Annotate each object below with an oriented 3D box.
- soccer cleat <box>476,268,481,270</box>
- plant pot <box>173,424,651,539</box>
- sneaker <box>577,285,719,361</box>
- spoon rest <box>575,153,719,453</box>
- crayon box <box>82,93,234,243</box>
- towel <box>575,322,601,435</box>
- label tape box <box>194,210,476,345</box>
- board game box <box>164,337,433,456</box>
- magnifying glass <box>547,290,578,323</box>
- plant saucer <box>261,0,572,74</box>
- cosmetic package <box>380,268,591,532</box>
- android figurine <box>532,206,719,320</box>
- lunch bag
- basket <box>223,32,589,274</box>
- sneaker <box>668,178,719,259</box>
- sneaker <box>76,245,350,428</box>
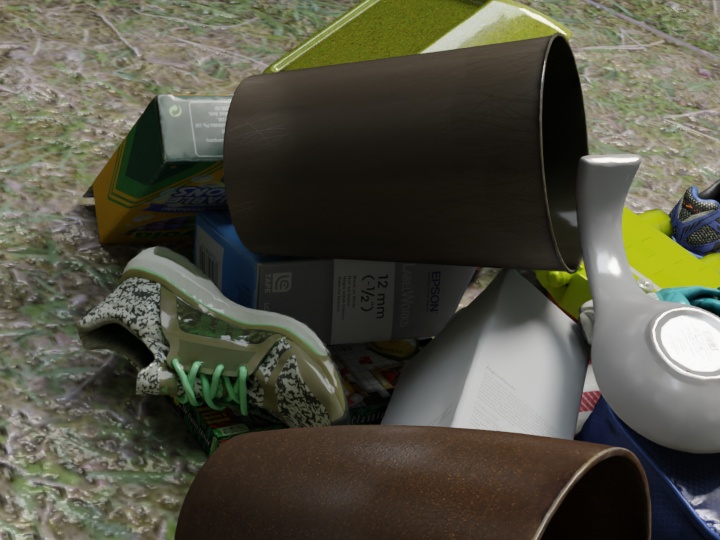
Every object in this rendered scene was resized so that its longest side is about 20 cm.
[{"bbox_3d":[0.071,-0.072,1.287,0.066,0.077,0.200,8,30,-9],"label":"soccer cleat"},{"bbox_3d":[0.014,0.152,0.795,0.199,0.188,0.187,14,27,29],"label":"plant pot"},{"bbox_3d":[0.215,0.046,1.044,0.200,0.079,0.078,5,66,-59],"label":"sneaker"},{"bbox_3d":[0.166,0.023,0.917,0.099,0.061,0.200,-2,50,-15],"label":"spoon rest"},{"bbox_3d":[-0.111,-0.064,1.148,0.125,0.200,0.052,-3,75,-25],"label":"crayon box"},{"bbox_3d":[0.187,0.088,1.126,0.144,0.023,0.200,-4,33,-23],"label":"towel"},{"bbox_3d":[0.000,0.000,1.110,0.199,0.066,0.143,-2,16,-21],"label":"label tape box"},{"bbox_3d":[-0.032,0.069,1.069,0.199,0.024,0.105,-9,35,-33],"label":"board game box"},{"bbox_3d":[0.155,-0.010,1.256,0.079,0.022,0.200,10,26,-1],"label":"magnifying glass"},{"bbox_3d":[0.021,-0.152,1.177,0.199,0.048,0.200,-37,30,-13],"label":"plant saucer"},{"bbox_3d":[0.066,0.097,0.955,0.081,0.113,0.200,40,32,-7],"label":"cosmetic package"},{"bbox_3d":[0.204,0.001,1.197,0.182,0.041,0.200,40,30,23],"label":"android figurine"},{"bbox_3d":[0.214,0.124,0.962,0.200,0.132,0.136,-16,58,-34],"label":"lunch bag"},{"bbox_3d":[0.028,-0.067,0.982,0.199,0.137,0.180,-1,-16,16],"label":"basket"},{"bbox_3d":[0.326,-0.043,1.339,0.200,0.079,0.075,-15,41,-39],"label":"sneaker"},{"bbox_3d":[-0.094,0.062,0.983,0.200,0.077,0.089,27,46,31],"label":"sneaker"}]
